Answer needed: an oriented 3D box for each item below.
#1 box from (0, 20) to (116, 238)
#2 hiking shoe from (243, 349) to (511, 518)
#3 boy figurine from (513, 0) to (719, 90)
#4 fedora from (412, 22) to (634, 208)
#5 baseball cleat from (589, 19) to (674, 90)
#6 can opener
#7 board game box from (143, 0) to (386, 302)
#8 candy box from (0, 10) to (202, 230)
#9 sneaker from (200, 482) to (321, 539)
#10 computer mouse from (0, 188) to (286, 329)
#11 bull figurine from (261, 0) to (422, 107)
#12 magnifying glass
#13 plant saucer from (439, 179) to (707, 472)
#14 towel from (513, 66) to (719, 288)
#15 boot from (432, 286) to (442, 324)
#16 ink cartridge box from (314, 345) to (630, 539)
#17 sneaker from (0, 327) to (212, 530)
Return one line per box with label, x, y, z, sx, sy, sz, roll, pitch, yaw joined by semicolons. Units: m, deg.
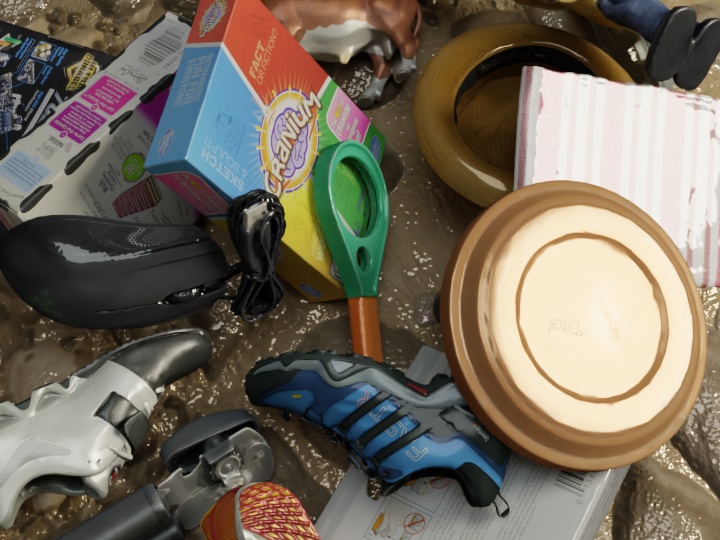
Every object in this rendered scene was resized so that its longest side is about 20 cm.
box;-0.322;-0.118;0.838;0.197;0.050;0.201;17;65;6
hiking shoe;0.009;0.108;0.693;0.199;0.074;0.087;8;73;14
boy figurine;0.189;-0.214;0.800;0.124;0.065;0.200;4;28;-39
fedora;0.134;-0.111;0.826;0.199;0.082;0.202;2;59;-4
baseball cleat;0.243;-0.239;0.897;0.106;0.070;0.201;-20;70;-17
can opener;-0.154;0.169;0.713;0.199;0.054;0.067;-30;36;-14
board game box;-0.061;-0.089;0.753;0.040;0.200;0.154;-6;59;34
candy box;-0.176;-0.080;0.771;0.061;0.137;0.200;30;65;30
sneaker;-0.039;0.236;0.672;0.073;0.077;0.201;-17;78;-40
computer mouse;-0.150;0.005;0.692;0.199;0.139;0.053;0;54;-7
bull figurine;-0.042;-0.205;0.877;0.199;0.065;0.122;-5;66;-2
magnifying glass;0.000;0.000;0.766;0.022;0.079;0.201;-8;83;35
plant saucer;0.151;0.034;0.683;0.199;0.032;0.202;5;74;-17
towel;0.202;-0.066;0.756;0.199;0.030;0.147;7;85;-18
boot;0.152;0.020;0.779;0.199;0.074;0.076;4;49;-7
ink cartridge box;0.074;0.168;0.714;0.173;0.044;0.200;19;64;32
sneaker;-0.182;0.113;0.712;0.199;0.074;0.089;-28;72;-24
